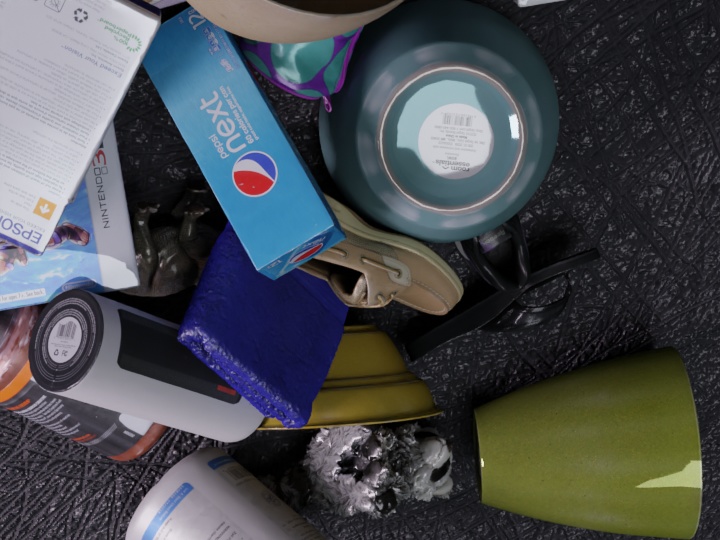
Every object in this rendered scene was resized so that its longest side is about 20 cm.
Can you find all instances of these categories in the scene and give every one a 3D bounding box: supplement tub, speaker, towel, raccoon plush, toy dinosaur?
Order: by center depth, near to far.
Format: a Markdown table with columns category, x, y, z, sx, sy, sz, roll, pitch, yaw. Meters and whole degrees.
| category | x | y | z | sx | sy | sz | roll | pitch | yaw |
| --- | --- | --- | --- | --- | --- | --- | --- | --- | --- |
| speaker | -0.160 | 0.079 | 1.058 | 0.081 | 0.081 | 0.200 | -46 | 142 | 14 |
| towel | -0.069 | 0.012 | 1.098 | 0.049 | 0.200 | 0.148 | -14 | 134 | 40 |
| toy dinosaur | -0.167 | -0.014 | 1.106 | 0.199 | 0.077 | 0.103 | -8 | 118 | -18 |
| supplement tub | -0.252 | 0.075 | 1.117 | 0.200 | 0.107 | 0.107 | 33 | 108 | -34 |
| supplement tub | -0.103 | 0.268 | 1.223 | 0.132 | 0.200 | 0.132 | -43 | 159 | -22 |
| raccoon plush | -0.005 | 0.190 | 1.316 | 0.199 | 0.097 | 0.134 | -5 | 171 | 32 |

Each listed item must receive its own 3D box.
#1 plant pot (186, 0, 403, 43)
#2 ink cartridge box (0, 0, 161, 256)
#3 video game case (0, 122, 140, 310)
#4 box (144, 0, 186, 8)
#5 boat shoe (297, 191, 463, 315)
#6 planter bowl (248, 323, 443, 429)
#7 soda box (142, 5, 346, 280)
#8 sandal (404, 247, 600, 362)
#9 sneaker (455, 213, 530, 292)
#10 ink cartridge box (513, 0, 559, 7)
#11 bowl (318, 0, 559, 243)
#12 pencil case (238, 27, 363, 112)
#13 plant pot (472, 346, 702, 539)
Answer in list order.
| category | x | y | z | sx | sy | sz | roll | pitch | yaw |
| --- | --- | --- | --- | --- | --- | --- | --- | --- | --- |
| plant pot | -0.059 | -0.233 | 0.903 | 0.200 | 0.201 | 0.134 | 6 | 162 | -22 |
| ink cartridge box | -0.270 | -0.139 | 0.947 | 0.199 | 0.041 | 0.200 | 27 | 106 | -15 |
| video game case | -0.278 | -0.062 | 1.009 | 0.199 | 0.045 | 0.182 | -10 | 98 | -13 |
| box | -0.204 | -0.201 | 0.989 | 0.199 | 0.039 | 0.042 | -17 | 123 | -7 |
| boat shoe | 0.000 | 0.000 | 1.097 | 0.200 | 0.065 | 0.071 | 27 | 154 | -31 |
| planter bowl | -0.029 | 0.090 | 1.192 | 0.200 | 0.200 | 0.084 | -2 | 87 | -18 |
| soda box | -0.090 | -0.097 | 1.007 | 0.068 | 0.200 | 0.064 | -30 | 169 | 3 |
| sandal | 0.137 | 0.041 | 1.247 | 0.200 | 0.075 | 0.048 | -30 | 86 | 10 |
| sneaker | 0.101 | -0.064 | 1.156 | 0.076 | 0.088 | 0.200 | -31 | 127 | 3 |
| ink cartridge box | 0.210 | -0.283 | 1.072 | 0.199 | 0.050 | 0.109 | -11 | 125 | -13 |
| bowl | 0.066 | -0.111 | 1.059 | 0.200 | 0.105 | 0.202 | 0 | 102 | -1 |
| pencil case | -0.006 | -0.226 | 1.012 | 0.092 | 0.085 | 0.200 | 33 | 109 | -9 |
| plant pot | 0.213 | 0.174 | 1.319 | 0.199 | 0.187 | 0.188 | -4 | 125 | 1 |
